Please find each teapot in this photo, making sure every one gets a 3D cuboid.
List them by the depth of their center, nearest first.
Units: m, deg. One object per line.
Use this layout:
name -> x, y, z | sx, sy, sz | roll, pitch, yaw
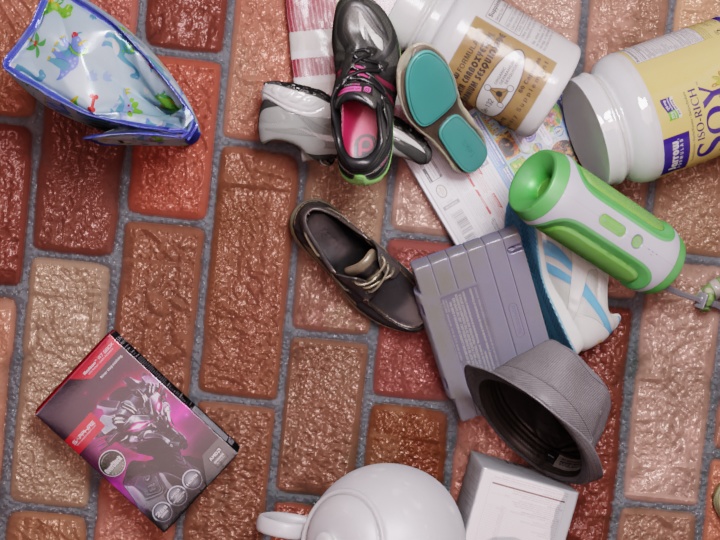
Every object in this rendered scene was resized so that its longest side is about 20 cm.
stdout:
teapot -> 0.003, 0.295, 1.462 | 0.200, 0.146, 0.198 | -45, 52, 27

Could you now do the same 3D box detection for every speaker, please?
speaker -> 0.253, -0.050, 1.455 | 0.200, 0.088, 0.089 | 30, 91, -28

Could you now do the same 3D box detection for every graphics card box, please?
graphics card box -> -0.248, 0.179, 1.528 | 0.200, 0.051, 0.125 | 44, 90, -4

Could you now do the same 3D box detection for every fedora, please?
fedora -> 0.205, 0.140, 1.469 | 0.090, 0.177, 0.200 | -48, 136, -19

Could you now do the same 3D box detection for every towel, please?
towel -> -0.007, -0.244, 1.535 | 0.143, 0.023, 0.201 | -6, 92, -2

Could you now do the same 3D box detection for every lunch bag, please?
lunch bag -> -0.260, -0.194, 1.453 | 0.200, 0.170, 0.128 | 30, 91, -5

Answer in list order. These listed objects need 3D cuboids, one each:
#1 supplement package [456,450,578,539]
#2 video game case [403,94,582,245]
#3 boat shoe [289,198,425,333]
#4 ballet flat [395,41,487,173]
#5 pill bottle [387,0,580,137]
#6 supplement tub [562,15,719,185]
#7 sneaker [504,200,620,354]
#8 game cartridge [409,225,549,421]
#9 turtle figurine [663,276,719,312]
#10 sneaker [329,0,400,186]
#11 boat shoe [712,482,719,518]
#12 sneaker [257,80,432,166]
supplement package -> 0.153, 0.318, 1.519 | 0.113, 0.110, 0.201 | 16, 91, -3
video game case -> 0.166, -0.124, 1.548 | 0.200, 0.018, 0.144 | -31, 93, -1
boat shoe -> 0.000, 0.000, 1.518 | 0.200, 0.073, 0.075 | 39, 90, -4
ballet flat -> 0.074, -0.174, 1.452 | 0.067, 0.062, 0.200 | -40, 138, -6
pill bottle -> 0.126, -0.240, 1.478 | 0.200, 0.114, 0.115 | 30, 91, -1
supplement tub -> 0.334, -0.181, 1.483 | 0.199, 0.145, 0.146 | -20, 93, -6
sneaker -> 0.224, -0.007, 1.527 | 0.081, 0.076, 0.201 | -27, 105, -16
game cartridge -> 0.138, 0.061, 1.519 | 0.129, 0.038, 0.201 | -17, 113, 2
turtle figurine -> 0.438, 0.050, 1.507 | 0.144, 0.200, 0.194 | -24, 99, 33
sneaker -> 0.005, -0.190, 1.413 | 0.076, 0.084, 0.201 | -4, 86, 3
boat shoe -> 0.475, 0.324, 1.555 | 0.073, 0.063, 0.200 | -40, 94, -1
sneaker -> -0.018, -0.148, 1.498 | 0.199, 0.074, 0.080 | 17, 101, 5
